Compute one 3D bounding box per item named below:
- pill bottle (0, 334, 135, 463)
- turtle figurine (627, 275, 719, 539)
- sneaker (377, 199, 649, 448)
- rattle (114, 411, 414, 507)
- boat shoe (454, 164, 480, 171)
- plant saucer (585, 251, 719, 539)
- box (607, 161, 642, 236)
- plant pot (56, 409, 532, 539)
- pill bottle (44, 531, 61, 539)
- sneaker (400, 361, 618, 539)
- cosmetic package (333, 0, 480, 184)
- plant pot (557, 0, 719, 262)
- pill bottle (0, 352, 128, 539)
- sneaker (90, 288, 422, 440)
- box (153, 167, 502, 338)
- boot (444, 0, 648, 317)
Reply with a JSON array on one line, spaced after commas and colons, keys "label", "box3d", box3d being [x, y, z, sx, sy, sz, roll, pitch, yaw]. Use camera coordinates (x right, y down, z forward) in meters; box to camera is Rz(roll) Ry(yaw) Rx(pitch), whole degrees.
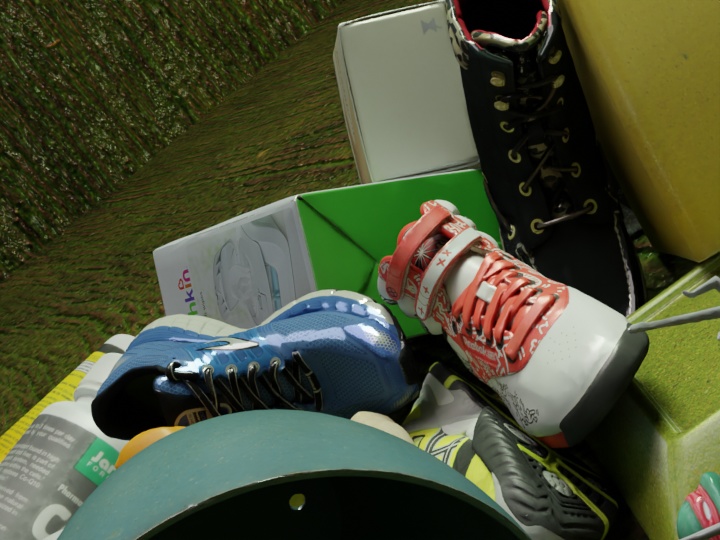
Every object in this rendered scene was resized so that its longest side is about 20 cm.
[{"label": "pill bottle", "box3d": [-0.214, 0.151, 1.117, 0.200, 0.113, 0.112, -43, 16, -23]}, {"label": "turtle figurine", "box3d": [0.178, 0.056, 0.532, 0.199, 0.101, 0.150, -22, 31, 0]}, {"label": "sneaker", "box3d": [0.062, 0.020, 0.715, 0.067, 0.108, 0.201, -52, 6, 0]}, {"label": "rattle", "box3d": [-0.036, 0.136, 0.680, 0.130, 0.142, 0.200, -52, 17, 23]}, {"label": "boat shoe", "box3d": [0.067, -0.036, 1.117, 0.200, 0.068, 0.075, -44, 21, 7]}, {"label": "plant saucer", "box3d": [0.189, 0.031, 0.678, 0.199, 0.048, 0.200, -36, 15, 4]}, {"label": "box", "box3d": [0.186, -0.126, 1.019, 0.132, 0.115, 0.200, -32, 15, 16]}, {"label": "plant pot", "box3d": [-0.036, 0.131, 0.552, 0.200, 0.200, 0.135, -37, 27, 0]}, {"label": "pill bottle", "box3d": [-0.119, 0.197, 0.719, 0.113, 0.113, 0.200, -39, 18, -8]}, {"label": "sneaker", "box3d": [0.062, 0.109, 0.726, 0.077, 0.075, 0.200, -58, 12, 2]}, {"label": "cosmetic package", "box3d": [0.026, -0.111, 0.994, 0.071, 0.106, 0.200, -13, 2, -1]}, {"label": "plant pot", "box3d": [0.202, -0.138, 0.811, 0.199, 0.177, 0.200, -35, 0, 5]}, {"label": "pill bottle", "box3d": [-0.193, 0.160, 0.996, 0.113, 0.113, 0.200, -13, 37, 57]}, {"label": "sneaker", "box3d": [-0.059, 0.066, 0.795, 0.199, 0.079, 0.089, -10, 21, 31]}, {"label": "box", "box3d": [0.000, 0.000, 0.946, 0.199, 0.097, 0.176, -11, -4, -38]}, {"label": "boot", "box3d": [0.097, -0.064, 0.816, 0.073, 0.154, 0.205, -18, 61, 5]}]
